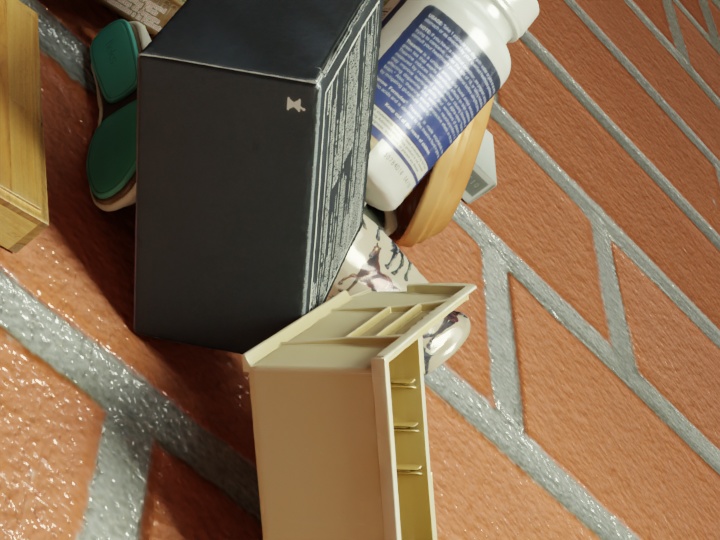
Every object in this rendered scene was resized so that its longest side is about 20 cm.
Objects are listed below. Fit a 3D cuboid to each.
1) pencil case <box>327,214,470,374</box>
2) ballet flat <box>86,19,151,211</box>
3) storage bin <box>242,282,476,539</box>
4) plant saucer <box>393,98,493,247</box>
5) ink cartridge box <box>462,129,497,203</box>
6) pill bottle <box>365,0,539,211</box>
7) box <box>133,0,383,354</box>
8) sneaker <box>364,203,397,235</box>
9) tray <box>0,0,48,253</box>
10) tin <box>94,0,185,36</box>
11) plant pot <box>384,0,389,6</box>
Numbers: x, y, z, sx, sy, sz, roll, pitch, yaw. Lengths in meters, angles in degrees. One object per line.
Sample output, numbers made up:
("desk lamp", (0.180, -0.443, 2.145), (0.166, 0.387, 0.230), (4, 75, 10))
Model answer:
("pencil case", (0.000, 0.000, 1.307), (0.200, 0.078, 0.090), (47, 39, -17))
("ballet flat", (-0.153, -0.101, 1.181), (0.069, 0.069, 0.201), (36, 27, -35))
("storage bin", (0.013, 0.125, 1.045), (0.198, 0.093, 0.202), (-31, 118, -66))
("plant saucer", (0.076, -0.114, 1.455), (0.037, 0.201, 0.201), (18, 33, -7))
("ink cartridge box", (0.058, -0.186, 1.695), (0.200, 0.043, 0.174), (42, 29, -27))
("pill bottle", (0.046, -0.154, 1.309), (0.111, 0.200, 0.111), (40, -9, 7))
("box", (-0.067, -0.080, 1.109), (0.122, 0.201, 0.199), (9, 29, 7))
("sneaker", (-0.027, -0.090, 1.385), (0.200, 0.075, 0.087), (31, 39, -42))
("tray", (-0.246, -0.114, 1.054), (0.098, 0.037, 0.201), (33, 33, -40))
("tin", (-0.185, -0.225, 1.266), (0.199, 0.042, 0.112), (28, 11, -45))
("plant pot", (0.001, -0.271, 1.428), (0.199, 0.176, 0.201), (29, 79, -43))
